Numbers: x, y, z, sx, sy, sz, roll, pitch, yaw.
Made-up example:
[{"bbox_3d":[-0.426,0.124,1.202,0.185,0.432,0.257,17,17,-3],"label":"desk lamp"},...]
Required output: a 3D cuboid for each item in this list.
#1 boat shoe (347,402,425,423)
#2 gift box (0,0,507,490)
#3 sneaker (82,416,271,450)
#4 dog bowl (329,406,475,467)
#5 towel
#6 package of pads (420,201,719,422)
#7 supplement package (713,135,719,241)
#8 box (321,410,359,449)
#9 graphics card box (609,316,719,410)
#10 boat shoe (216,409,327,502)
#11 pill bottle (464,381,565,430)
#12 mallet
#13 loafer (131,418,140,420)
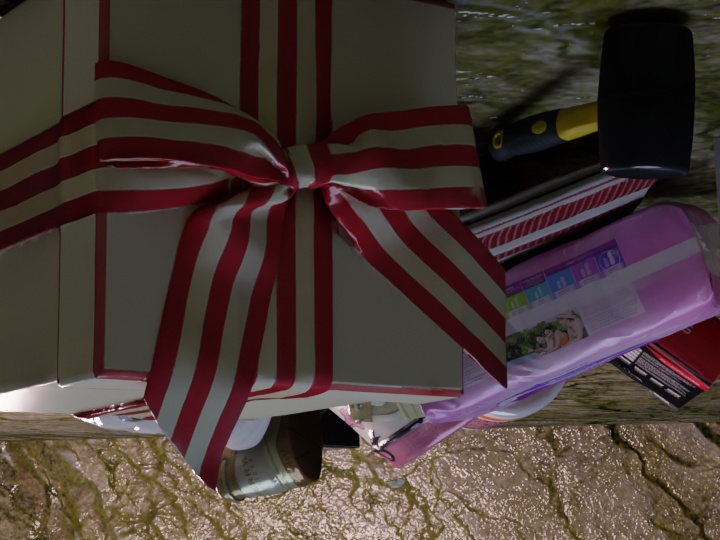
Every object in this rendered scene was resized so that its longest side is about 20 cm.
[{"bbox_3d":[-0.009,0.028,1.083,0.063,0.074,0.201,-15,138,13],"label":"boat shoe"},{"bbox_3d":[-0.055,-0.012,0.696,0.184,0.201,0.186,-1,171,-33],"label":"gift box"},{"bbox_3d":[-0.124,0.076,1.072,0.099,0.075,0.199,4,170,-37],"label":"sneaker"},{"bbox_3d":[0.074,0.067,1.246,0.200,0.074,0.200,-35,175,-3],"label":"dog bowl"},{"bbox_3d":[0.097,-0.027,0.991,0.143,0.023,0.200,-22,171,-4],"label":"towel"},{"bbox_3d":[0.130,0.026,1.058,0.199,0.076,0.120,-25,169,19],"label":"package of pads"},{"bbox_3d":[0.308,0.016,0.886,0.199,0.193,0.147,5,168,-30],"label":"supplement package"},{"bbox_3d":[-0.115,0.212,2.395,0.140,0.079,0.199,-11,167,35],"label":"box"},{"bbox_3d":[0.217,0.046,1.311,0.125,0.051,0.200,36,174,9],"label":"graphics card box"},{"bbox_3d":[-0.062,0.086,1.156,0.062,0.074,0.200,-23,-161,11],"label":"boat shoe"},{"bbox_3d":[0.110,0.082,1.513,0.112,0.114,0.200,1,170,-8],"label":"pill bottle"},{"bbox_3d":[0.100,-0.079,0.801,0.041,0.066,0.200,3,-175,-16],"label":"mallet"},{"bbox_3d":[-0.092,0.000,0.916,0.072,0.073,0.201,6,137,-19],"label":"loafer"}]
